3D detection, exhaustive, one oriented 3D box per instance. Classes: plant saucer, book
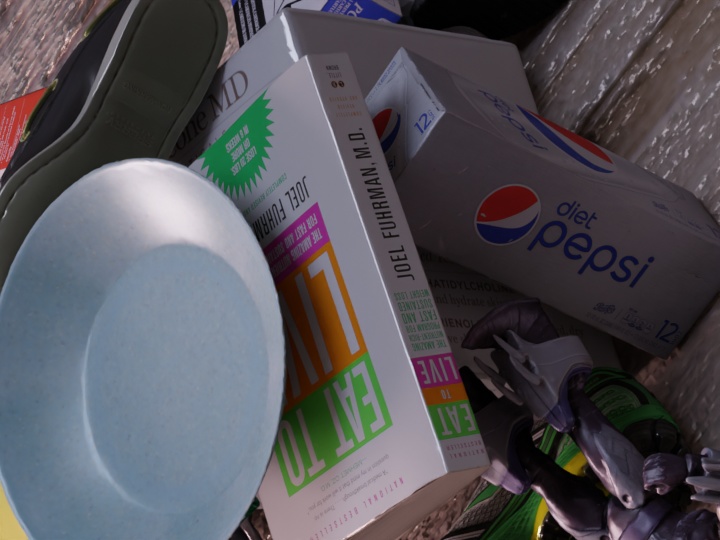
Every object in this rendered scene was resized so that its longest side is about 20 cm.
[{"bbox_3d":[-0.095,0.050,1.264,0.200,0.039,0.202,-6,81,43],"label":"plant saucer"},{"bbox_3d":[-0.014,0.021,1.240,0.134,0.048,0.201,-41,63,50],"label":"book"}]

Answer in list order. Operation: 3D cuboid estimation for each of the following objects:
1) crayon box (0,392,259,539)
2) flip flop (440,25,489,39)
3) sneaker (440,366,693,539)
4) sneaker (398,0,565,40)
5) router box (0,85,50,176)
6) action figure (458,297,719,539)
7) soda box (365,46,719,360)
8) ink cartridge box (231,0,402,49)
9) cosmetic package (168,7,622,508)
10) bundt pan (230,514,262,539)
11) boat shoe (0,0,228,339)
[{"bbox_3d":[-0.150,0.082,1.366,0.119,0.058,0.200,-45,53,10],"label":"crayon box"},{"bbox_3d":[0.041,-0.036,1.521,0.081,0.057,0.201,11,94,50],"label":"flip flop"},{"bbox_3d":[0.082,0.131,1.339,0.200,0.078,0.085,-44,30,17],"label":"sneaker"},{"bbox_3d":[0.044,-0.164,1.552,0.200,0.074,0.089,-32,46,25],"label":"sneaker"},{"bbox_3d":[-0.102,-0.052,1.591,0.179,0.199,0.049,-9,63,58],"label":"router box"},{"bbox_3d":[0.115,0.107,1.226,0.200,0.069,0.130,42,121,17],"label":"action figure"},{"bbox_3d":[0.085,-0.030,1.303,0.068,0.199,0.064,-54,35,18],"label":"soda box"},{"bbox_3d":[-0.031,-0.170,1.570,0.094,0.044,0.200,-50,27,25],"label":"ink cartridge box"},{"bbox_3d":[0.000,0.000,1.398,0.167,0.166,0.201,-37,61,41],"label":"cosmetic package"},{"bbox_3d":[-0.138,0.159,1.462,0.203,0.201,0.076,-64,-11,5],"label":"bundt pan"},{"bbox_3d":[-0.136,-0.055,1.359,0.202,0.072,0.061,-58,23,-10],"label":"boat shoe"}]
